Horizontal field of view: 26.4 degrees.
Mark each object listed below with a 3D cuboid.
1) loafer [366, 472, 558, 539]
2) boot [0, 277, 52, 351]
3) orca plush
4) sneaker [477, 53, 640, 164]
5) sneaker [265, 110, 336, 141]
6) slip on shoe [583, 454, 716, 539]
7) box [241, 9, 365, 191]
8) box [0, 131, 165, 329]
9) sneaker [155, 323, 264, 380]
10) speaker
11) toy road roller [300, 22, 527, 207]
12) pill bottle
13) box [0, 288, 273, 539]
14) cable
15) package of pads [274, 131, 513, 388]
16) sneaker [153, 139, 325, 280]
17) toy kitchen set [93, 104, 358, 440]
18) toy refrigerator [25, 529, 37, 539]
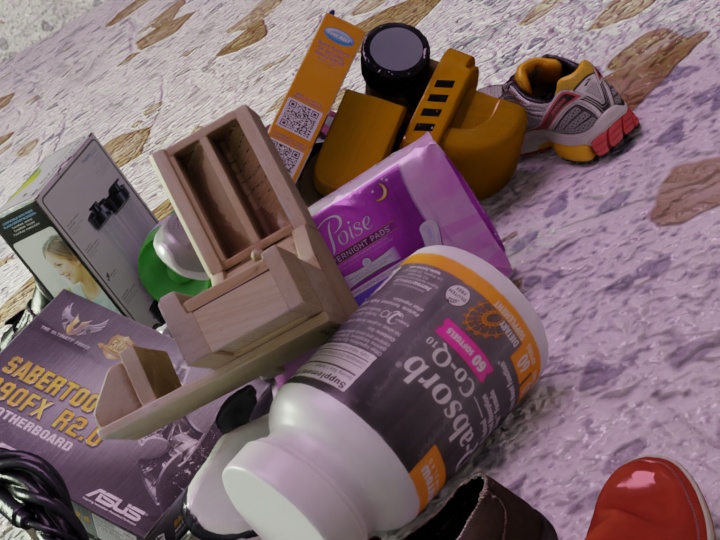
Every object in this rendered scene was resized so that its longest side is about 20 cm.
[{"bbox_3d":[0.010,0.177,0.823,0.200,0.071,0.073,-38,22,-10],"label":"loafer"},{"bbox_3d":[-0.270,0.050,1.475,0.211,0.079,0.158,-13,-40,-59],"label":"boot"},{"bbox_3d":[-0.047,0.119,1.031,0.200,0.105,0.071,-54,-2,-35],"label":"orca plush"},{"bbox_3d":[0.152,-0.146,1.284,0.078,0.082,0.200,-41,22,-18],"label":"sneaker"},{"bbox_3d":[-0.019,-0.109,1.434,0.200,0.081,0.086,-10,-2,-24],"label":"sneaker"},{"bbox_3d":[0.123,0.152,0.733,0.074,0.061,0.200,-21,24,33],"label":"slip on shoe"},{"bbox_3d":[-0.052,-0.109,1.207,0.200,0.041,0.119,-65,4,-29],"label":"box"},{"bbox_3d":[-0.222,-0.007,1.359,0.060,0.200,0.117,-21,26,31],"label":"box"},{"bbox_3d":[-0.080,0.047,1.231,0.200,0.075,0.081,-16,17,15],"label":"sneaker"},{"bbox_3d":[-0.121,-0.036,1.392,0.088,0.089,0.200,-20,13,31],"label":"speaker"},{"bbox_3d":[0.048,-0.090,1.245,0.146,0.123,0.200,20,64,10],"label":"toy road roller"},{"bbox_3d":[0.016,0.087,0.946,0.200,0.116,0.116,-46,25,-26],"label":"pill bottle"},{"bbox_3d":[-0.187,0.113,1.130,0.200,0.048,0.158,23,52,23],"label":"box"},{"bbox_3d":[-0.253,0.200,1.035,0.163,0.051,0.200,-41,58,19],"label":"cable"},{"bbox_3d":[0.000,0.000,1.126,0.200,0.121,0.076,-32,0,4],"label":"package of pads"},{"bbox_3d":[-0.092,-0.062,1.286,0.200,0.075,0.082,-34,-23,-40],"label":"sneaker"},{"bbox_3d":[-0.121,-0.005,1.001,0.163,0.181,0.200,-29,-10,7],"label":"toy kitchen set"},{"bbox_3d":[-0.243,0.146,1.246,0.076,0.070,0.200,-34,21,-1],"label":"toy refrigerator"}]
